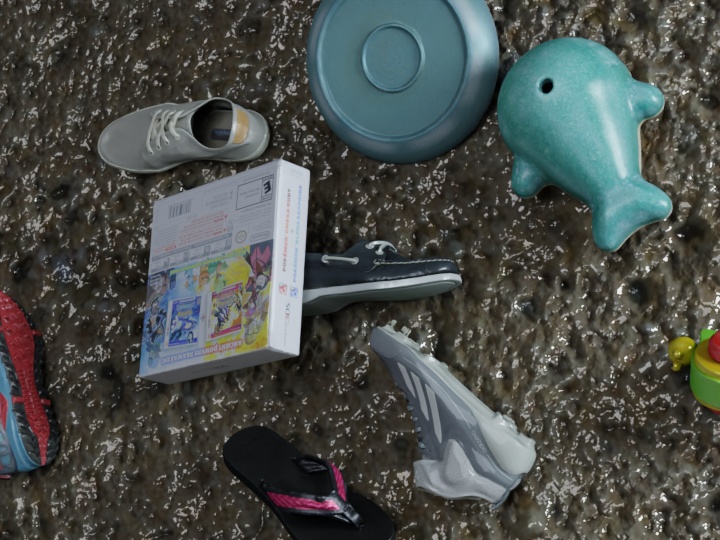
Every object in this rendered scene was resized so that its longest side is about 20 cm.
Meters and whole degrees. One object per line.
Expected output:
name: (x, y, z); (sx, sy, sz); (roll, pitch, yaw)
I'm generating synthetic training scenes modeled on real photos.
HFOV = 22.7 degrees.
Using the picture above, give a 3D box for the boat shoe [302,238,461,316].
boat shoe: (0.000, 0.000, 1.672); (0.198, 0.076, 0.061); (-7, 76, 24)

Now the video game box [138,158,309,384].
video game box: (-0.131, 0.005, 1.717); (0.199, 0.047, 0.184); (-14, 64, 45)

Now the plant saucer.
plant saucer: (0.034, -0.202, 1.707); (0.199, 0.027, 0.202); (2, 95, 23)

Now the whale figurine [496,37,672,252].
whale figurine: (0.197, -0.118, 1.594); (0.158, 0.104, 0.201); (-31, 63, 14)

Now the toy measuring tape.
toy measuring tape: (0.338, 0.096, 1.469); (0.199, 0.073, 0.074); (19, 83, 32)

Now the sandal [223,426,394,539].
sandal: (-0.052, 0.197, 1.628); (0.075, 0.045, 0.199); (-34, 52, -31)

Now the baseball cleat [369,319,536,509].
baseball cleat: (0.061, 0.134, 1.601); (0.200, 0.070, 0.107); (39, 93, 32)

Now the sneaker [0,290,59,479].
sneaker: (-0.376, 0.115, 1.823); (0.095, 0.079, 0.201); (-24, 64, 20)

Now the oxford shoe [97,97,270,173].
oxford shoe: (-0.187, -0.141, 1.823); (0.199, 0.058, 0.076); (-1, 76, 28)
